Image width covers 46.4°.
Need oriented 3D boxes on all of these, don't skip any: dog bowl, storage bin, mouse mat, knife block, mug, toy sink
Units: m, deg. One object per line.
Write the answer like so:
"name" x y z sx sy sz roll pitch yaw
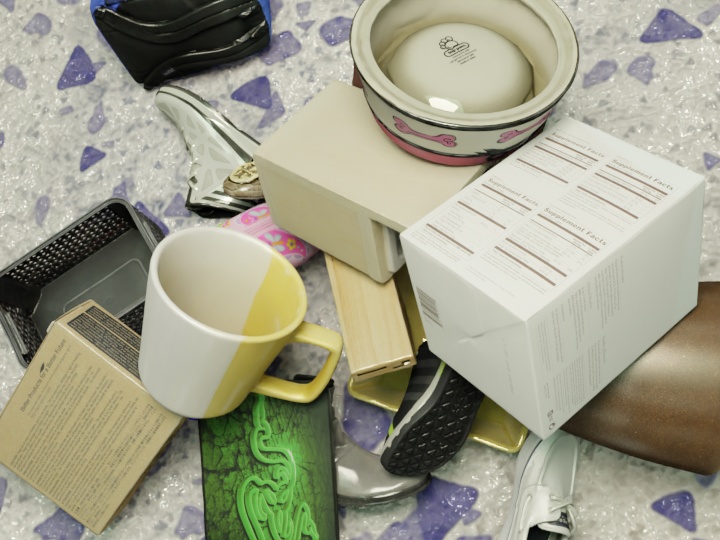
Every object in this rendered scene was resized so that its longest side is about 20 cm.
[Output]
"dog bowl" 0.089 -0.180 0.754 0.199 0.074 0.201 1 59 -1
"storage bin" -0.318 0.025 1.001 0.200 0.094 0.136 -33 72 -1
"mouse mat" -0.100 0.214 0.895 0.160 0.008 0.201 -2 95 19
"knife block" 0.000 0.000 0.865 0.064 0.200 0.176 -17 102 5
"mug" -0.133 0.074 0.811 0.186 0.149 0.154 39 126 15
"toy sink" 0.018 -0.078 0.818 0.199 0.112 0.130 27 59 28

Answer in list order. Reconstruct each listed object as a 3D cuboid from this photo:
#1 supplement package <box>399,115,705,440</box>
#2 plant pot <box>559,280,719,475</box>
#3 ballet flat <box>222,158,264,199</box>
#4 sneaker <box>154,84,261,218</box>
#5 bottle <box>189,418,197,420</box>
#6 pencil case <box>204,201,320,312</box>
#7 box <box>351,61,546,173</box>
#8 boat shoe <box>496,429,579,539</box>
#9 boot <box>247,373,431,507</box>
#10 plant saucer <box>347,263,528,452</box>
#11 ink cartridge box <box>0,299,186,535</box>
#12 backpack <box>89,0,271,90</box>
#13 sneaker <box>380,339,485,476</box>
"supplement package" 0.166 0.001 0.720 0.200 0.152 0.151 -36 45 -18
"plant pot" 0.241 0.094 0.821 0.199 0.187 0.188 6 75 3
"ballet flat" -0.077 -0.135 0.977 0.200 0.047 0.067 -29 47 -34
"sneaker" -0.202 -0.140 1.035 0.200 0.076 0.116 37 82 15
"bottle" -0.165 0.070 0.972 0.083 0.065 0.201 -14 70 31
"pencil case" -0.114 -0.030 0.944 0.200 0.088 0.087 -31 69 -31
"box" 0.098 -0.168 0.907 0.166 0.200 0.164 33 63 17
"boat shoe" 0.190 0.250 0.853 0.073 0.065 0.201 19 84 -25
"boot" -0.027 0.178 0.899 0.199 0.070 0.132 -4 95 7
"plant saucer" 0.111 0.078 0.935 0.199 0.048 0.201 17 78 14
"ink cartridge box" -0.287 0.159 0.904 0.165 0.075 0.200 38 114 0
"backpack" -0.216 -0.349 1.052 0.199 0.163 0.169 -9 70 8
"sneaker" 0.083 0.118 0.858 0.071 0.083 0.201 26 104 -25
